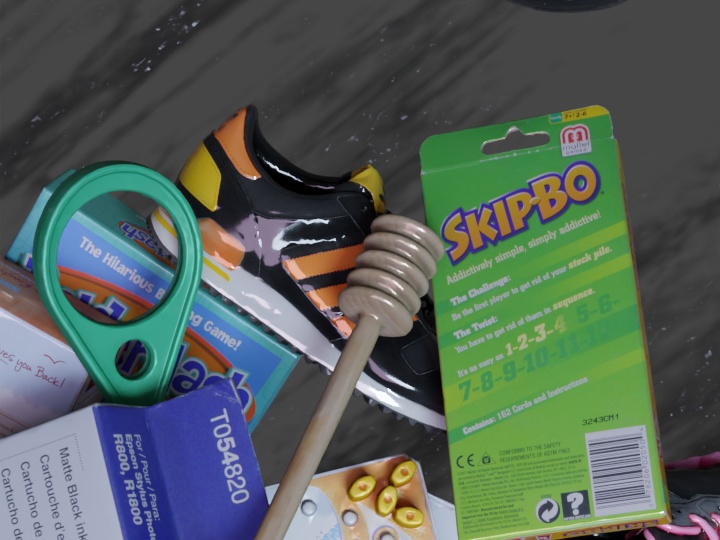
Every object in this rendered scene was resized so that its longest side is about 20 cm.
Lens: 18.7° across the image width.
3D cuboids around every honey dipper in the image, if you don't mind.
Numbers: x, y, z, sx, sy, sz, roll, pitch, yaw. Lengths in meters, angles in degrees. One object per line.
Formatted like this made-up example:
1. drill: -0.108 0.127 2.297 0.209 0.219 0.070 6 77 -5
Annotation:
1. honey dipper: -0.015 0.066 0.971 0.038 0.200 0.038 20 155 10

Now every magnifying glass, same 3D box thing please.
1. magnifying glass: -0.106 0.048 1.013 0.079 0.022 0.201 -12 103 -26

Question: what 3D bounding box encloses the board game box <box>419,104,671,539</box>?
1. board game box: 0.083 0.025 1.012 0.095 0.030 0.201 -10 72 12

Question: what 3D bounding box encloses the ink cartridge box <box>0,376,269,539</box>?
1. ink cartridge box: -0.126 0.166 0.962 0.200 0.041 0.200 -21 74 13

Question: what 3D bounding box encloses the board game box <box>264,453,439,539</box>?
1. board game box: -0.045 0.206 1.048 0.199 0.026 0.201 -13 80 -4

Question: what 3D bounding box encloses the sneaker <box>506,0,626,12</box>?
1. sneaker: 0.030 -0.157 0.971 0.199 0.104 0.060 22 110 4

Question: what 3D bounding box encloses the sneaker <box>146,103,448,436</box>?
1. sneaker: 0.000 0.000 1.047 0.200 0.070 0.090 33 102 -3

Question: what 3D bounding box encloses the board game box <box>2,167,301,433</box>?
1. board game box: -0.137 0.073 1.109 0.152 0.045 0.200 33 110 2

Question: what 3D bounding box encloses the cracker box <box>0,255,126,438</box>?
1. cracker box: -0.215 0.086 1.077 0.134 0.058 0.200 29 111 7

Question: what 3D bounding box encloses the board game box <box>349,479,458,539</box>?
1. board game box: 0.058 0.234 1.079 0.200 0.026 0.200 25 80 2

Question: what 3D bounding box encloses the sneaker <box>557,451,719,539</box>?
1. sneaker: 0.155 0.124 1.034 0.199 0.095 0.079 5 106 -1
